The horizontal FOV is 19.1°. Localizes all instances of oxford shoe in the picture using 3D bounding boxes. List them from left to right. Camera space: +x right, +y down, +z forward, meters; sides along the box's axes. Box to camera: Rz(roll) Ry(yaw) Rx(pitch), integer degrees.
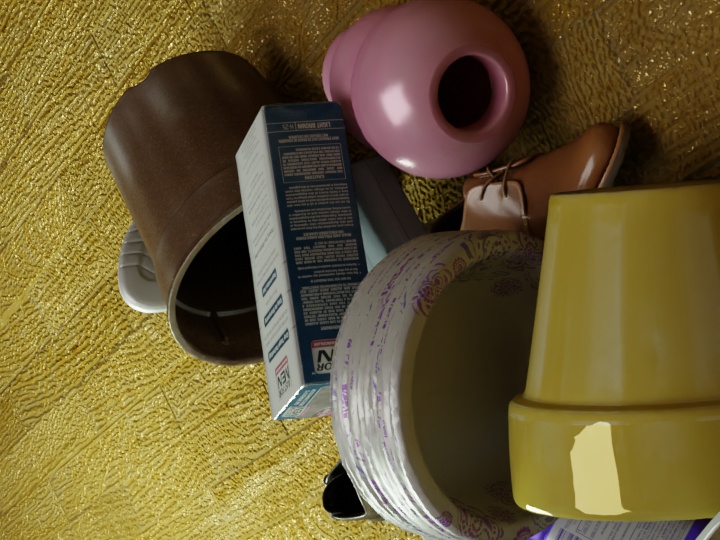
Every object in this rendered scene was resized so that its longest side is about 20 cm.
[{"bbox_3d":[0.003,0.180,1.812,0.200,0.084,0.073,117,138,-74],"label":"oxford shoe"},{"bbox_3d":[0.110,-0.048,1.436,0.071,0.071,0.200,31,143,-14],"label":"oxford shoe"}]

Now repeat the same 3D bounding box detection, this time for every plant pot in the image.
[{"bbox_3d":[-0.104,-0.063,1.735,0.198,0.200,0.201,56,152,35],"label":"plant pot"},{"bbox_3d":[0.184,0.042,1.297,0.201,0.200,0.190,0,96,61],"label":"plant pot"}]

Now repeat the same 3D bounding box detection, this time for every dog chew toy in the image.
[{"bbox_3d":[0.034,-0.133,1.497,0.200,0.124,0.125,22,130,64],"label":"dog chew toy"}]

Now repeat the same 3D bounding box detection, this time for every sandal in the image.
[{"bbox_3d":[-0.151,-0.045,1.860,0.082,0.203,0.050,17,153,4],"label":"sandal"}]

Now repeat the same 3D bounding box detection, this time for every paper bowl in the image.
[{"bbox_3d":[0.062,0.075,1.387,0.104,0.200,0.201,-1,110,47],"label":"paper bowl"}]

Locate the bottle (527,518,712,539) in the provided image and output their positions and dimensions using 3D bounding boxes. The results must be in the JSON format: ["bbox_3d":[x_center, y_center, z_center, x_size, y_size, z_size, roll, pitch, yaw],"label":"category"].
[{"bbox_3d":[0.205,0.197,1.435,0.200,0.084,0.065,27,169,15],"label":"bottle"}]

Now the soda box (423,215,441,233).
[{"bbox_3d":[0.034,0.042,1.678,0.063,0.071,0.200,55,151,19],"label":"soda box"}]

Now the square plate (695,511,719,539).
[{"bbox_3d":[0.264,0.171,1.253,0.200,0.197,0.029,115,150,-56],"label":"square plate"}]

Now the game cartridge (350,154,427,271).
[{"bbox_3d":[0.000,0.000,1.581,0.134,0.040,0.200,64,157,15],"label":"game cartridge"}]

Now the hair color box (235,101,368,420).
[{"bbox_3d":[-0.037,-0.006,1.480,0.100,0.060,0.201,129,135,-68],"label":"hair color box"}]

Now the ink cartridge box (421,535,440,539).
[{"bbox_3d":[0.060,0.165,1.537,0.200,0.045,0.176,61,-177,38],"label":"ink cartridge box"}]
